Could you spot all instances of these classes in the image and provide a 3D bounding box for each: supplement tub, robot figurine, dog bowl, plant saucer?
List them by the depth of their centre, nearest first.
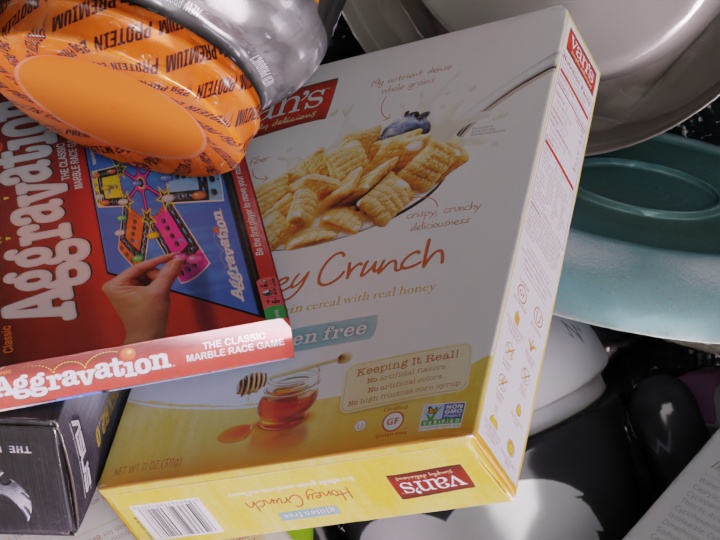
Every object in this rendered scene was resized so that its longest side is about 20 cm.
[{"bbox_3d":[-0.051,-0.142,0.892,0.122,0.123,0.201,24,71,-12],"label":"supplement tub"},{"bbox_3d":[0.082,-0.146,0.976,0.199,0.059,0.201,5,102,25],"label":"dog bowl"},{"bbox_3d":[0.105,-0.022,0.979,0.199,0.200,0.028,4,109,-12],"label":"plant saucer"},{"bbox_3d":[0.058,0.104,1.008,0.150,0.125,0.201,-21,96,-17],"label":"robot figurine"}]

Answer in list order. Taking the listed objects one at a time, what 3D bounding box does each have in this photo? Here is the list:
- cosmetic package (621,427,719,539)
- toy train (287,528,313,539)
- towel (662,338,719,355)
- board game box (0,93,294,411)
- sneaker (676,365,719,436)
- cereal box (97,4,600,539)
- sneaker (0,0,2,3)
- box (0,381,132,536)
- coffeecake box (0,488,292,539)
[{"bbox_3d":[0.138,0.127,0.921,0.200,0.074,0.102,-46,139,-19],"label":"cosmetic package"},{"bbox_3d":[-0.027,0.136,0.979,0.199,0.085,0.116,-8,79,22],"label":"toy train"},{"bbox_3d":[0.192,0.026,1.033,0.199,0.133,0.035,13,92,-13],"label":"towel"},{"bbox_3d":[-0.089,-0.022,0.903,0.103,0.200,0.020,-11,123,-5],"label":"board game box"},{"bbox_3d":[0.177,0.131,1.064,0.088,0.080,0.201,-18,100,-18],"label":"sneaker"},{"bbox_3d":[0.000,0.000,0.895,0.040,0.143,0.200,55,35,-38],"label":"cereal box"},{"bbox_3d":[-0.166,-0.129,0.980,0.200,0.075,0.081,34,83,-12],"label":"sneaker"},{"bbox_3d":[-0.179,0.024,0.908,0.199,0.159,0.048,1,123,9],"label":"box"},{"bbox_3d":[-0.099,0.130,0.887,0.153,0.200,0.073,-22,141,-25],"label":"coffeecake box"}]
